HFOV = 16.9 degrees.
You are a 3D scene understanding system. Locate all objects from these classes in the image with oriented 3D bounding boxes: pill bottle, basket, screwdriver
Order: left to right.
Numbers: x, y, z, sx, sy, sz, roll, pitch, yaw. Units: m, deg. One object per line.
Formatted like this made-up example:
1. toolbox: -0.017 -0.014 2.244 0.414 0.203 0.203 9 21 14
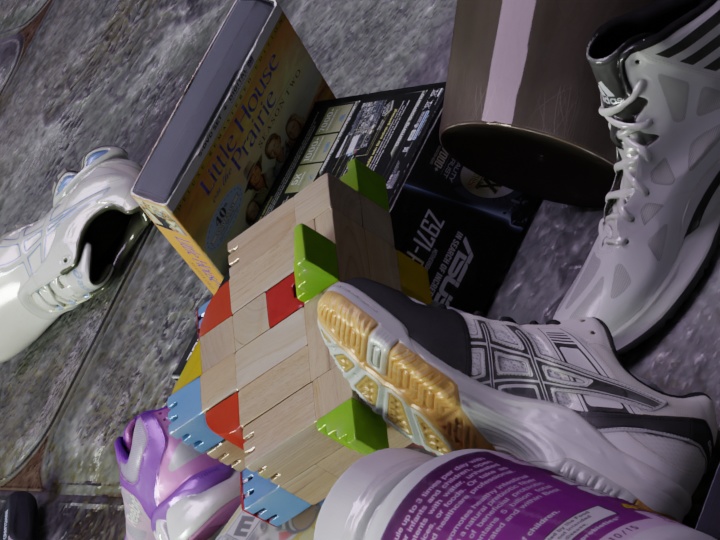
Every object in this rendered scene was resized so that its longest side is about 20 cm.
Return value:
1. screwdriver: -0.236 0.218 1.626 0.029 0.028 0.200 -16 33 11
2. pill bottle: 0.069 0.141 1.059 0.200 0.112 0.112 18 75 50
3. basket: 0.123 -0.147 1.314 0.136 0.180 0.201 100 -172 -76

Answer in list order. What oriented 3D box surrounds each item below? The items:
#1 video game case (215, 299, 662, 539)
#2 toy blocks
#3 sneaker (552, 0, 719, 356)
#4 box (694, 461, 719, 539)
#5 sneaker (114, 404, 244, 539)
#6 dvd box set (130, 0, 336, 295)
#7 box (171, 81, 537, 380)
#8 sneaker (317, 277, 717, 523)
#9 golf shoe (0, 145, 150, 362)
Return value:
1. video game case: 0.034 0.107 1.223 0.200 0.023 0.182 20 69 49
2. toy blocks: -0.042 0.050 1.263 0.137 0.100 0.200 -35 42 28
3. sneaker: 0.135 -0.058 1.217 0.201 0.115 0.076 -55 26 2
4. box: 0.245 0.036 0.993 0.198 0.050 0.200 -10 51 57
5. sneaker: -0.106 0.126 1.380 0.080 0.089 0.200 -30 -12 -21
6. dvd box set: -0.063 -0.060 1.493 0.029 0.200 0.147 20 72 25
7. box: 0.000 0.000 1.415 0.164 0.086 0.200 -3 56 59
8. sneaker: 0.076 0.052 1.145 0.088 0.200 0.076 -53 -12 -23
9. golf shoe: -0.231 -0.001 1.836 0.200 0.078 0.097 -52 32 10
